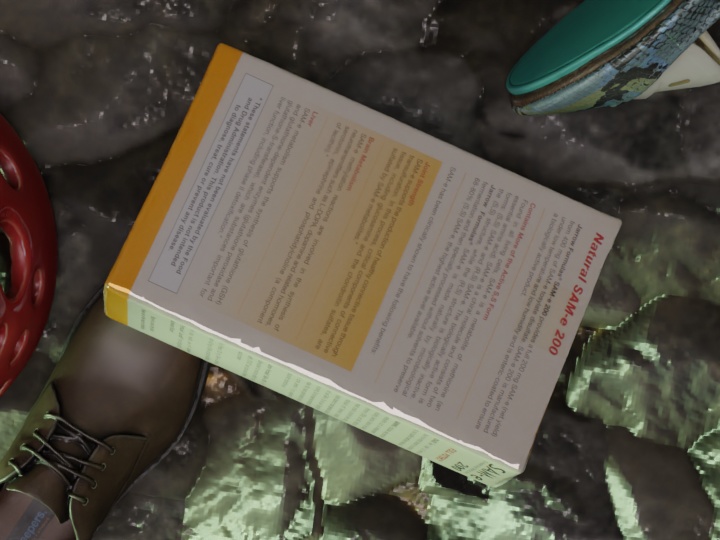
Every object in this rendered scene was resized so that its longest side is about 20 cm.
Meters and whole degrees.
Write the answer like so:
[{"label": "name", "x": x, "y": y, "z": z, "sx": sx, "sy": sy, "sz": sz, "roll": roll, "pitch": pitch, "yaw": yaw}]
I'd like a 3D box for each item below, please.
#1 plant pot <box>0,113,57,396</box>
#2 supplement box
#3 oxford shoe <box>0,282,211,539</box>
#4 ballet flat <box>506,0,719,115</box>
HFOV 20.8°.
[{"label": "plant pot", "x": -0.252, "y": 0.006, "z": 0.874, "sx": 0.200, "sy": 0.183, "sz": 0.201, "roll": 1, "pitch": 102, "yaw": 6}, {"label": "supplement box", "x": 0.000, "y": 0.000, "z": 0.887, "sx": 0.200, "sy": 0.074, "sz": 0.126, "roll": 25, "pitch": 76, "yaw": -1}, {"label": "oxford shoe", "x": -0.128, "y": 0.082, "z": 0.931, "sx": 0.073, "sy": 0.084, "sz": 0.200, "roll": 29, "pitch": 101, "yaw": -1}, {"label": "ballet flat", "x": 0.158, "y": -0.122, "z": 0.878, "sx": 0.200, "sy": 0.074, "sz": 0.074, "roll": -41, "pitch": 97, "yaw": 14}]
